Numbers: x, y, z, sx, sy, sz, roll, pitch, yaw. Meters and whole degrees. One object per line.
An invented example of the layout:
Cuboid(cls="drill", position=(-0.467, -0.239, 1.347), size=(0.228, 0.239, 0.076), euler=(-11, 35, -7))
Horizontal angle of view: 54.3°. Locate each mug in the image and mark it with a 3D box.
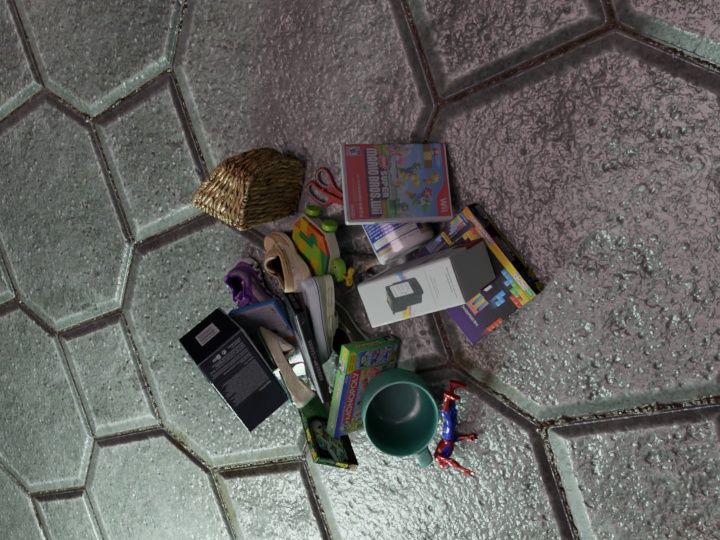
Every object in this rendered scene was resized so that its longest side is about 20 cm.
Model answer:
Cuboid(cls="mug", position=(0.074, 0.290, 1.402), size=(0.149, 0.114, 0.189), euler=(3, 101, -5))

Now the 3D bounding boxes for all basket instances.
Cuboid(cls="basket", position=(-0.229, -0.186, 1.437), size=(0.147, 0.199, 0.145), euler=(25, 116, 25))

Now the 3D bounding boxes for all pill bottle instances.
Cuboid(cls="pill bottle", position=(0.047, -0.126, 1.325), size=(0.119, 0.119, 0.203), euler=(-29, 86, 34))

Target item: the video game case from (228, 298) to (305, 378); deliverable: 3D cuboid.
Cuboid(cls="video game case", position=(-0.190, 0.157, 1.566), size=(0.141, 0.018, 0.202), euler=(-15, 118, 33))

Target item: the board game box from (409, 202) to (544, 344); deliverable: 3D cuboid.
Cuboid(cls="board game box", position=(0.211, 0.007, 1.294), size=(0.165, 0.056, 0.201), euler=(-44, 78, 32))

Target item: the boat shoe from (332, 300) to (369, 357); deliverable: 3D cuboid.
Cuboid(cls="boat shoe", position=(-0.047, 0.130, 1.488), size=(0.202, 0.060, 0.072), euler=(45, 122, 15))

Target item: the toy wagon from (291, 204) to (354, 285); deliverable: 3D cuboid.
Cuboid(cls="toy wagon", position=(-0.081, -0.033, 1.441), size=(0.200, 0.039, 0.158), euler=(43, 133, 44))

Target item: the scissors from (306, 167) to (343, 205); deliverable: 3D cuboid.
Cuboid(cls="scissors", position=(-0.030, -0.137, 1.438), size=(0.199, 0.014, 0.074), euler=(37, 117, 18))

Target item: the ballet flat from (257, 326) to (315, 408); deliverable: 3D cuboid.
Cuboid(cls="ballet flat", position=(-0.154, 0.198, 1.498), size=(0.062, 0.068, 0.202), euler=(-28, 68, -3))

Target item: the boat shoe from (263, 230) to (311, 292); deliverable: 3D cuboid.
Cuboid(cls="boat shoe", position=(-0.170, -0.020, 1.482), size=(0.200, 0.068, 0.075), euler=(46, 139, 47))

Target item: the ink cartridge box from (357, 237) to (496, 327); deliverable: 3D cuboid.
Cuboid(cls="ink cartridge box", position=(0.117, 0.022, 1.238), size=(0.198, 0.145, 0.084), euler=(-18, 95, 36))

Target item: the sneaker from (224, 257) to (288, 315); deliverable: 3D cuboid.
Cuboid(cls="sneaker", position=(-0.240, 0.069, 1.581), size=(0.080, 0.088, 0.202), euler=(-38, 82, 32))

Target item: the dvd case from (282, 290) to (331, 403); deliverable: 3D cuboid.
Cuboid(cls="dvd case", position=(-0.111, 0.153, 1.449), size=(0.150, 0.024, 0.203), euler=(-135, 27, -67))

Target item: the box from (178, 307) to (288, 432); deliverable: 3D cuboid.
Cuboid(cls="box", position=(-0.277, 0.212, 1.536), size=(0.198, 0.124, 0.199), euler=(57, 165, -24))

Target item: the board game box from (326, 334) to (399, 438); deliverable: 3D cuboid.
Cuboid(cls="board game box", position=(0.004, 0.237, 1.440), size=(0.029, 0.133, 0.203), euler=(32, 120, 44))

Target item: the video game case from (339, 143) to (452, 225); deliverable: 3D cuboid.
Cuboid(cls="video game case", position=(0.064, -0.157, 1.263), size=(0.017, 0.196, 0.146), euler=(138, 128, -74))

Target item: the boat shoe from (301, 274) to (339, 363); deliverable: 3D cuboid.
Cuboid(cls="boat shoe", position=(-0.073, 0.100, 1.415), size=(0.072, 0.061, 0.203), euler=(-124, 24, -53))

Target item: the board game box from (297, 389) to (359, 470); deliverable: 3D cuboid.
Cuboid(cls="board game box", position=(-0.075, 0.328, 1.472), size=(0.024, 0.103, 0.201), euler=(-57, 33, 23))

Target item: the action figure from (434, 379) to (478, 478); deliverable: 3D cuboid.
Cuboid(cls="action figure", position=(0.197, 0.321, 1.373), size=(0.098, 0.065, 0.203), euler=(18, 122, 19))

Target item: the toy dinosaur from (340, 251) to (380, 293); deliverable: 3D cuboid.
Cuboid(cls="toy dinosaur", position=(0.000, 0.000, 1.436), size=(0.197, 0.047, 0.090), euler=(-3, 94, 30))
